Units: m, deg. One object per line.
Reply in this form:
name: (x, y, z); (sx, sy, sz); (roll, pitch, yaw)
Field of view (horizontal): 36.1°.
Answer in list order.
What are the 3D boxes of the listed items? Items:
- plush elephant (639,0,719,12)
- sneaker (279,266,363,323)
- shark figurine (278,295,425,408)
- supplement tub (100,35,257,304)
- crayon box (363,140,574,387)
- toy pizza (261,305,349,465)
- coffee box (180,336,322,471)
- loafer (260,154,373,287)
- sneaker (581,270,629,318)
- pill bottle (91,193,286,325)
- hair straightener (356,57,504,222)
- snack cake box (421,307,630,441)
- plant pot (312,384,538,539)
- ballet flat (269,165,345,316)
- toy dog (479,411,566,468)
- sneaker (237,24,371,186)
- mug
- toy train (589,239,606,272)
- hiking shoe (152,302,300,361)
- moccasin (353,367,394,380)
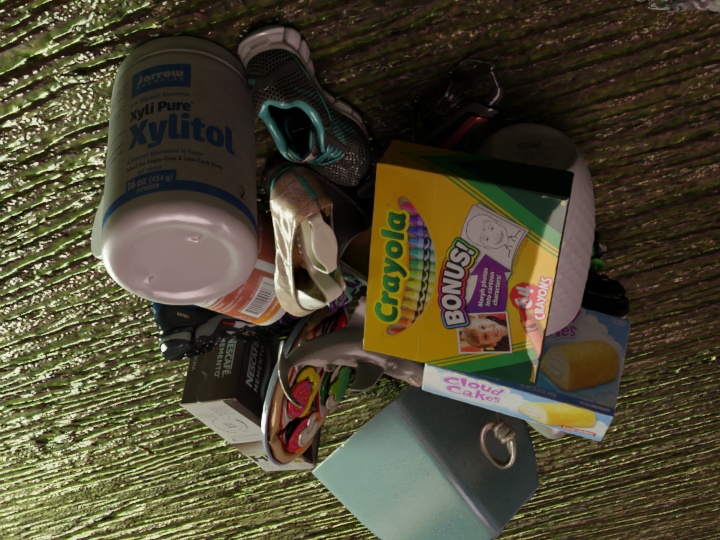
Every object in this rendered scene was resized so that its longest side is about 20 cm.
plush elephant: (0.276, -0.277, 0.826); (0.198, 0.163, 0.158); (-16, 117, -45)
sneaker: (0.000, 0.000, 1.182); (0.197, 0.089, 0.075); (-19, 142, 17)
shark figurine: (-0.017, 0.073, 1.184); (0.211, 0.128, 0.091); (2, 113, -33)
supplement tub: (-0.154, -0.086, 0.951); (0.129, 0.203, 0.133); (-4, 144, -3)
crayon box: (0.095, -0.005, 1.017); (0.169, 0.059, 0.203); (10, 122, 10)
toy pizza: (-0.052, 0.130, 1.270); (0.031, 0.202, 0.202); (18, 149, 20)
coffee box: (-0.123, 0.149, 1.330); (0.078, 0.115, 0.200); (-8, 146, 26)
loafer: (-0.014, -0.042, 1.097); (0.199, 0.072, 0.073); (37, 96, -18)
sneaker: (0.192, 0.027, 1.220); (0.197, 0.075, 0.080); (23, 136, 0)
pill bottle: (-0.162, -0.024, 1.107); (0.198, 0.114, 0.112); (20, 136, -30)
hair straightener: (0.060, -0.131, 1.026); (0.041, 0.078, 0.200); (-4, 145, -46)
snack cake box: (0.173, 0.089, 1.158); (0.196, 0.117, 0.068); (15, 151, 7)
plant pot: (0.100, 0.239, 1.354); (0.195, 0.201, 0.196); (-31, 170, -48)
ballet flat: (-0.046, -0.008, 1.034); (0.068, 0.067, 0.202); (-37, 147, -20)
toy dog: (0.161, 0.110, 1.255); (0.096, 0.201, 0.132); (-24, 164, -47)
sneaker: (-0.049, -0.125, 1.006); (0.077, 0.093, 0.200); (-21, 141, 20)
mug: (0.135, -0.047, 1.095); (0.196, 0.149, 0.178); (1, 131, -1)
toy train: (0.204, 0.020, 1.282); (0.056, 0.042, 0.200); (27, 133, -23)
hiking shoe: (-0.136, 0.034, 1.218); (0.197, 0.088, 0.074); (-11, 165, -35)
moccasin: (0.041, 0.069, 1.278); (0.077, 0.074, 0.203); (22, 140, 4)
